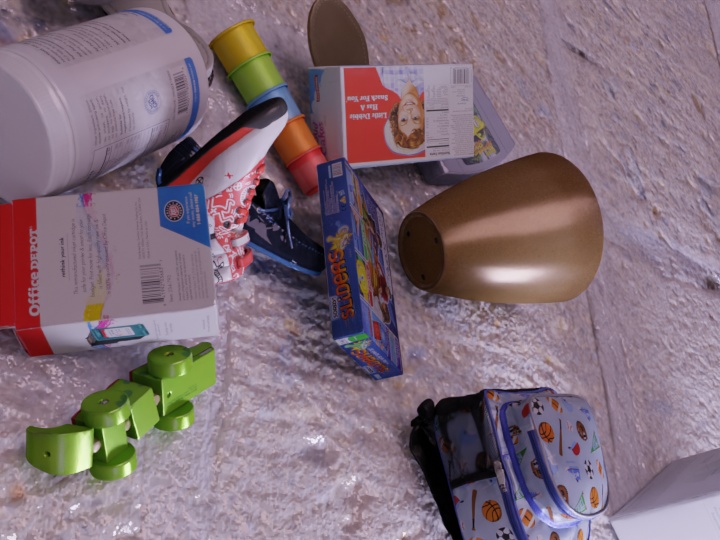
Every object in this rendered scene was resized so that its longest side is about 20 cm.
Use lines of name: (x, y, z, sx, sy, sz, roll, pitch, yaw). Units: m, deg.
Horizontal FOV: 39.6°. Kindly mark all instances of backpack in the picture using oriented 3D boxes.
backpack: (0.173, 0.220, 1.053, 0.200, 0.154, 0.191, 6, 72, -45)

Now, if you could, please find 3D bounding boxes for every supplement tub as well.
supplement tub: (-0.244, -0.152, 0.892, 0.132, 0.132, 0.200, 56, 42, -2)

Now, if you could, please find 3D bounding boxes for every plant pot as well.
plant pot: (0.150, -0.037, 1.186, 0.199, 0.186, 0.187, -11, 74, -31)

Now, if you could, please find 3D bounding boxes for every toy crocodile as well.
toy crocodile: (-0.191, 0.113, 0.840, 0.200, 0.062, 0.068, -37, 132, -50)

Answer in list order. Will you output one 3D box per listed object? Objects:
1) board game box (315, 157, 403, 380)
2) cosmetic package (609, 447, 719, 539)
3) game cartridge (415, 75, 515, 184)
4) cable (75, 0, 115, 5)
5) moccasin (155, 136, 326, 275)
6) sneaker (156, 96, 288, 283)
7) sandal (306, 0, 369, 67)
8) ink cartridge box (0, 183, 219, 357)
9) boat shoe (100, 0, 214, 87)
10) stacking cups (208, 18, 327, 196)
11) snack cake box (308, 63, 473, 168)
board game box: (0.000, 0.000, 1.057, 0.135, 0.034, 0.201, 51, 29, -59)
cosmetic package: (0.454, 0.300, 1.235, 0.199, 0.200, 0.123, -20, 83, -47)
game cartridge: (0.130, -0.186, 1.342, 0.200, 0.041, 0.134, -27, 90, -48)
cable: (-0.255, -0.356, 0.961, 0.200, 0.200, 0.069, 44, 13, 28)
moccasin: (-0.105, -0.062, 0.996, 0.200, 0.080, 0.068, 31, 93, -29)
sneaker: (-0.121, -0.062, 0.927, 0.108, 0.201, 0.067, 49, 5, -17)
sandal: (-0.023, -0.229, 1.208, 0.078, 0.070, 0.212, -42, 119, -21)
ink cartridge box: (-0.223, 0.001, 0.829, 0.199, 0.067, 0.117, -6, 66, -9)
boat shoe: (-0.216, -0.247, 1.025, 0.074, 0.060, 0.200, -32, 68, -27)
stacking cups: (-0.090, -0.179, 1.111, 0.200, 0.060, 0.060, 57, 42, -3)
snack cake box: (0.040, -0.183, 1.173, 0.199, 0.067, 0.116, -9, 103, -36)
